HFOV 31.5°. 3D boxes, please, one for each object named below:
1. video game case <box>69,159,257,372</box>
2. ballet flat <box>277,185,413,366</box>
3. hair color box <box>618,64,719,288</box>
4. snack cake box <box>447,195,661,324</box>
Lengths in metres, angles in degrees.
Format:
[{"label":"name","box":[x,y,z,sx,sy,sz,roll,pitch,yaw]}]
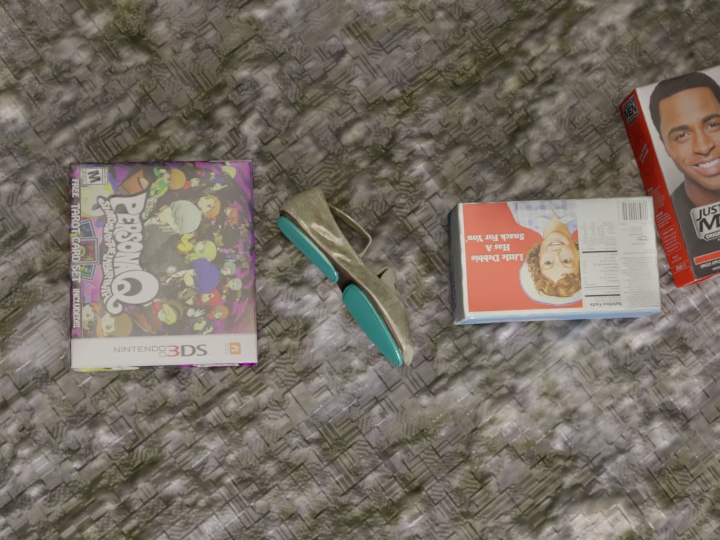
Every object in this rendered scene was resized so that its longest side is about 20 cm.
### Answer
[{"label":"video game case","box":[-0.191,-0.006,1.236,0.179,0.036,0.203,-1,81,-7]},{"label":"ballet flat","box":[0.000,0.000,1.241,0.062,0.067,0.201,-38,87,-19]},{"label":"hair color box","box":[0.343,-0.094,1.287,0.100,0.061,0.202,-16,82,-7]},{"label":"snack cake box","box":[0.189,-0.009,1.257,0.197,0.067,0.117,-2,83,-5]}]
